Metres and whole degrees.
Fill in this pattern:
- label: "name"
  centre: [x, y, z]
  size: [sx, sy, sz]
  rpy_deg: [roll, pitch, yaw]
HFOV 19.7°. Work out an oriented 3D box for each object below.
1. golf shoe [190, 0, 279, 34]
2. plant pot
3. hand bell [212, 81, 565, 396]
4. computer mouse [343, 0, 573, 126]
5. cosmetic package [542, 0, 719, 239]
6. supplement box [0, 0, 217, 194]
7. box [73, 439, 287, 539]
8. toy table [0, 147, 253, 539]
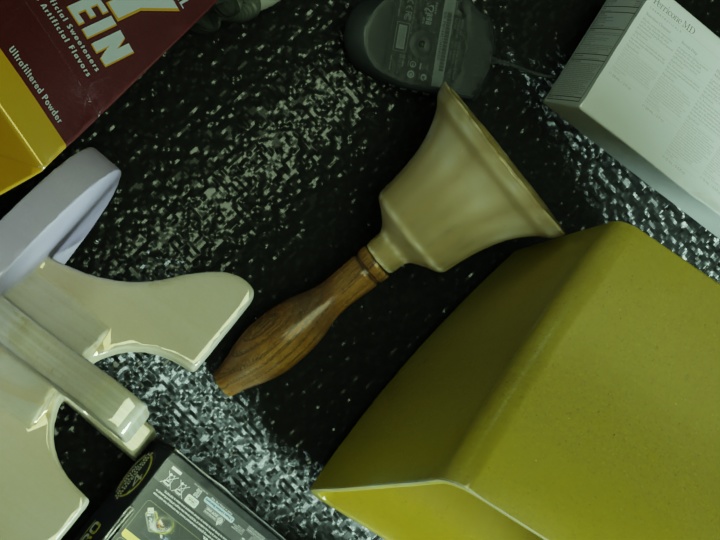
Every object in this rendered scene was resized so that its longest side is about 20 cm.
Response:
- label: "golf shoe"
  centre: [-0.088, -0.229, 1.093]
  size: [0.094, 0.078, 0.200]
  rpy_deg: [-26, 101, -31]
- label: "plant pot"
  centre: [0.125, 0.088, 1.106]
  size: [0.200, 0.200, 0.177]
  rpy_deg: [33, 73, -15]
- label: "hand bell"
  centre: [0.000, 0.000, 1.118]
  size: [0.200, 0.104, 0.104]
  rpy_deg: [-38, 102, 7]
- label: "computer mouse"
  centre: [0.081, -0.117, 1.163]
  size: [0.200, 0.034, 0.059]
  rpy_deg: [12, 91, -23]
- label: "cosmetic package"
  centre: [0.205, -0.072, 1.175]
  size: [0.200, 0.051, 0.083]
  rpy_deg: [35, 85, -22]
- label: "supplement box"
  centre: [-0.198, -0.109, 0.944]
  size: [0.133, 0.197, 0.200]
  rpy_deg: [55, 36, -14]
- label: "box"
  centre: [-0.079, 0.213, 1.095]
  size: [0.200, 0.049, 0.161]
  rpy_deg: [40, 79, -18]
- label: "toy table"
  centre: [-0.156, 0.050, 1.038]
  size: [0.117, 0.184, 0.200]
  rpy_deg: [39, 92, 3]
